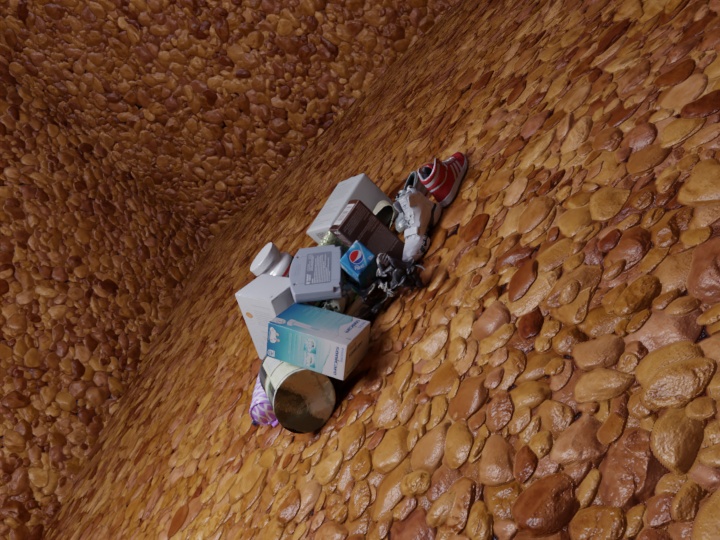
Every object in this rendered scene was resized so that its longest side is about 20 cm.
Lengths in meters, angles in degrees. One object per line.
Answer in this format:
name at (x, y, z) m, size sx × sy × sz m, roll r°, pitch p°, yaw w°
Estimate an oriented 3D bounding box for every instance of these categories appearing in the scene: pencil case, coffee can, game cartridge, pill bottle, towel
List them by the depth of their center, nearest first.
coffee can at (-0.151, 0.268, 1.517) m, size 0.147 × 0.146 × 0.200 m, roll -50°, pitch 20°, yaw -4°
game cartridge at (-0.108, 0.007, 1.591) m, size 0.129 × 0.041 × 0.202 m, roll -3°, pitch 34°, yaw 1°
pencil case at (-0.235, 0.313, 1.706) m, size 0.084 × 0.085 × 0.202 m, roll -43°, pitch 22°, yaw 25°
towel at (-0.049, -0.021, 1.743) m, size 0.150 × 0.198 × 0.037 m, roll -52°, pitch 40°, yaw 7°
pill bottle at (-0.199, 0.026, 1.778) m, size 0.115 × 0.199 × 0.117 m, roll -41°, pitch 22°, yaw 20°

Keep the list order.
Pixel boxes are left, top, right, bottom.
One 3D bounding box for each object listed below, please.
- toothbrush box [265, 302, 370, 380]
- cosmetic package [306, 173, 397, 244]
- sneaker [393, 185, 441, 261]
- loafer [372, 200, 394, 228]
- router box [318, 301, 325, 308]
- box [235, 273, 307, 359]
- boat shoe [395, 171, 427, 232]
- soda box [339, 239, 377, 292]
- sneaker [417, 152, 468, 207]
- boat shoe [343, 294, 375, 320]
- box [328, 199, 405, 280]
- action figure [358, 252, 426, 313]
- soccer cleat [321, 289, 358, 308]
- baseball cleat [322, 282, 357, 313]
toothbrush box at (-0.093, 0.153, 1.463) m, size 0.146 × 0.195 × 0.088 m, roll -38°, pitch -43°, yaw -63°
cosmetic package at (-0.021, -0.148, 1.939) m, size 0.203 × 0.166 × 0.166 m, roll -57°, pitch 22°, yaw -19°
sneaker at (0.127, -0.119, 1.647) m, size 0.074 × 0.114 × 0.203 m, roll -22°, pitch 34°, yaw 51°
loafer at (0.040, -0.107, 1.821) m, size 0.068 × 0.074 × 0.205 m, roll 152°, pitch 140°, yaw -80°
router box at (-0.127, 0.101, 1.879) m, size 0.149 × 0.062 × 0.202 m, roll -40°, pitch 22°, yaw 23°
box at (-0.209, 0.128, 1.670) m, size 0.150 × 0.205 × 0.106 m, roll 8°, pitch 34°, yaw 42°
boat shoe at (0.131, -0.198, 1.840) m, size 0.069 × 0.071 × 0.204 m, roll -24°, pitch 33°, yaw 49°
soda box at (0.000, 0.000, 1.614) m, size 0.068 × 0.064 × 0.201 m, roll -49°, pitch -15°, yaw -10°
sneaker at (0.218, -0.273, 1.727) m, size 0.071 × 0.112 × 0.203 m, roll -27°, pitch 30°, yaw 43°
boat shoe at (-0.029, 0.147, 1.585) m, size 0.202 × 0.064 × 0.072 m, roll -53°, pitch -12°, yaw -18°
box at (0.025, -0.079, 1.672) m, size 0.101 × 0.199 × 0.075 m, roll -52°, pitch 19°, yaw -12°
action figure at (0.079, 0.013, 1.527) m, size 0.199 × 0.118 × 0.104 m, roll -40°, pitch 26°, yaw 39°
soccer cleat at (-0.072, 0.125, 1.726) m, size 0.200 × 0.067 × 0.081 m, roll -46°, pitch 33°, yaw 10°
baseball cleat at (-0.056, 0.098, 1.636) m, size 0.106 × 0.070 × 0.200 m, roll -42°, pitch -6°, yaw -29°
